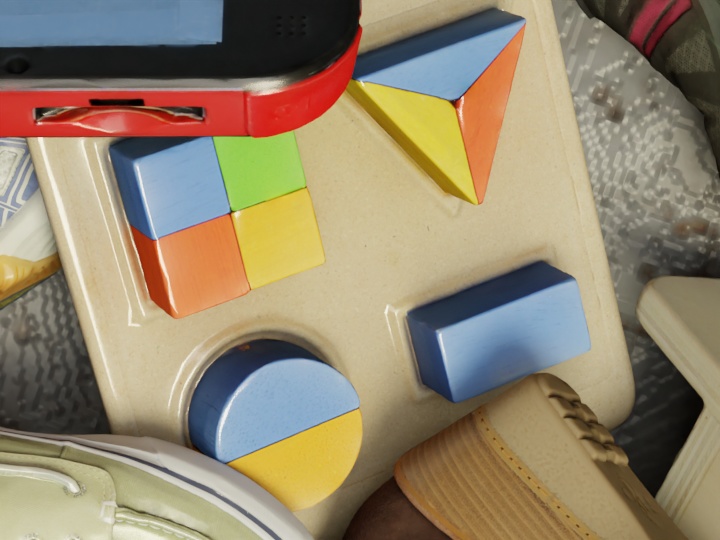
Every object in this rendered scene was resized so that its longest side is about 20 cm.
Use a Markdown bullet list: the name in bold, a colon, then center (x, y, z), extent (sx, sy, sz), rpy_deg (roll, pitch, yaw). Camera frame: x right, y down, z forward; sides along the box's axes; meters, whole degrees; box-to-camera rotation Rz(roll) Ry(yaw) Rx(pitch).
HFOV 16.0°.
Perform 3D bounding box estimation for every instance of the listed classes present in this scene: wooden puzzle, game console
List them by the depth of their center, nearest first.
- **game console**: center (-0.099, -0.110, 0.793), extent (0.198, 0.178, 0.031), rpy_deg (0, 139, -1)
- **wooden puzzle**: center (0.000, 0.000, 0.834), extent (0.184, 0.046, 0.201), rpy_deg (-21, 114, -18)

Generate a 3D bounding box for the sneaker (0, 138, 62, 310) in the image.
- **sneaker**: center (-0.122, -0.038, 0.849), extent (0.199, 0.075, 0.088), rpy_deg (-33, 91, -13)

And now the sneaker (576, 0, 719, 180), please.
- **sneaker**: center (0.119, -0.096, 0.866), extent (0.076, 0.084, 0.201), rpy_deg (-21, 93, -30)

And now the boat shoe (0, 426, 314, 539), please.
- **boat shoe**: center (-0.109, 0.085, 0.790), extent (0.198, 0.062, 0.072), rpy_deg (16, 113, -4)

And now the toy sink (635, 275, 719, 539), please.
- **toy sink**: center (0.165, 0.107, 0.847), extent (0.130, 0.200, 0.113), rpy_deg (4, 124, -35)

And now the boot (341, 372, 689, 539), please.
- **boot**: center (0.048, 0.150, 0.793), extent (0.166, 0.200, 0.072), rpy_deg (-47, 143, 18)
